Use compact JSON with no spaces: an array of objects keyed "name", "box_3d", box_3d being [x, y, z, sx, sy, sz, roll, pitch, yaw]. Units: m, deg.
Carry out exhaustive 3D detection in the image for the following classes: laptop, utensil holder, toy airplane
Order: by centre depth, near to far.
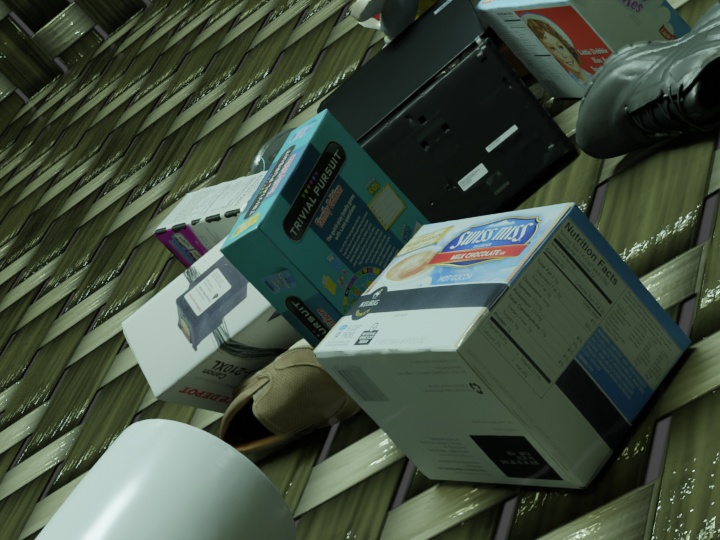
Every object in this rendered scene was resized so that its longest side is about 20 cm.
[{"name":"utensil holder","box_3d":[-0.159,0.230,1.467,0.170,0.170,0.200,-24,24,47]},{"name":"laptop","box_3d":[0.070,-0.124,1.808,0.177,0.200,0.103,-40,-9,13]},{"name":"toy airplane","box_3d":[0.083,-0.287,1.918,0.199,0.142,0.199,-35,0,8]}]

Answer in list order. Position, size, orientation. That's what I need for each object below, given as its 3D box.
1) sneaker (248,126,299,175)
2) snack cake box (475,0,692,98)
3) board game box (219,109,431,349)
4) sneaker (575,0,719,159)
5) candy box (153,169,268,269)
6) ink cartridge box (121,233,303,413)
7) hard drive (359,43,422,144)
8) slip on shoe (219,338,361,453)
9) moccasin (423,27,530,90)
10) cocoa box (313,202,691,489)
[{"name":"sneaker","box_3d":[-0.091,-0.065,2.175,0.079,0.075,0.201,8,59,51]},{"name":"snack cake box","box_3d":[0.191,-0.210,1.777,0.067,0.115,0.200,-47,18,-11]},{"name":"board game box","box_3d":[0.000,0.000,1.578,0.047,0.200,0.151,-29,22,40]},{"name":"sneaker","box_3d":[0.241,-0.137,1.579,0.200,0.076,0.091,-34,26,35]},{"name":"candy box","box_3d":[-0.093,-0.019,1.935,0.061,0.136,0.200,-51,20,-22]},{"name":"ink cartridge box","box_3d":[-0.080,0.032,1.761,0.200,0.144,0.085,-38,62,20]},{"name":"hard drive","box_3d":[-0.008,-0.130,1.995,0.200,0.033,0.140,-51,15,25]},{"name":"slip on shoe","box_3d":[-0.057,0.104,1.670,0.061,0.076,0.200,-47,14,-30]},{"name":"moccasin","box_3d":[0.113,-0.192,1.997,0.201,0.078,0.074,-29,38,31]},{"name":"cocoa box","box_3d":[0.091,0.051,1.369,0.131,0.133,0.200,-50,19,-21]}]
